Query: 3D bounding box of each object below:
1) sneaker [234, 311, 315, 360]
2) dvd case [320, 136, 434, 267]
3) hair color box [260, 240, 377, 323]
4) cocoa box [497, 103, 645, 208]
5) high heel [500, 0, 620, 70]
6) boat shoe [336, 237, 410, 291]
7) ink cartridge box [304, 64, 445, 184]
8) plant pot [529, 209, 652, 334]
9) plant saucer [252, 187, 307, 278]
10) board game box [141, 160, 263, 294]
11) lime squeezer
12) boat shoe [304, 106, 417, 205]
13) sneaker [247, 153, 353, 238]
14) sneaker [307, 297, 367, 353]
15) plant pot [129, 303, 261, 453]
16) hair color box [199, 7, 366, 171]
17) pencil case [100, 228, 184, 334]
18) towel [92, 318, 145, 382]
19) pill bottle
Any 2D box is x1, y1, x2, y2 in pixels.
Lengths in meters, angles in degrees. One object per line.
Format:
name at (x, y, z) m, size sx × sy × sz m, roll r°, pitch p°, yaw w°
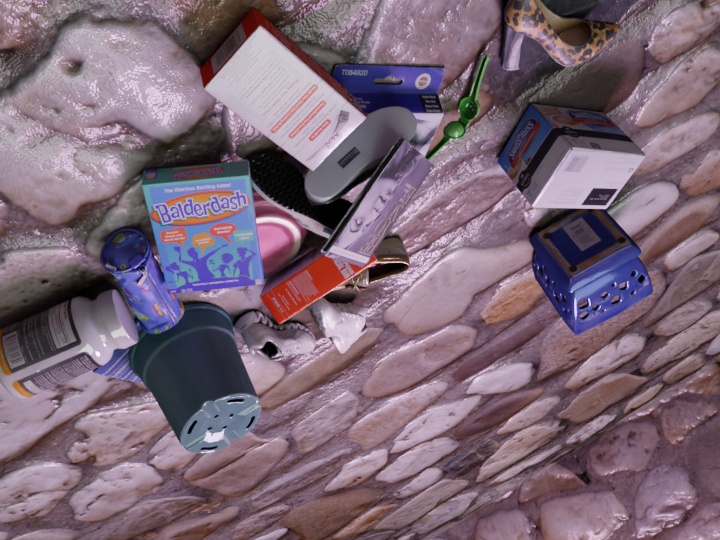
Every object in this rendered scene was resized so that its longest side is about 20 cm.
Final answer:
sneaker at (-0.159, 0.144, 1.407) m, size 0.075 × 0.081 × 0.199 m, roll -45°, pitch 143°, yaw 21°
dvd case at (0.030, -0.096, 1.085) m, size 0.201 × 0.016 × 0.148 m, roll -54°, pitch 159°, yaw 8°
hair color box at (-0.071, 0.001, 1.239) m, size 0.199 × 0.111 × 0.064 m, roll -34°, pitch 102°, yaw 7°
cocoa box at (0.375, -0.202, 1.287) m, size 0.198 × 0.132 × 0.134 m, roll -2°, pitch 137°, yaw -32°
high heel at (0.308, -0.377, 1.073) m, size 0.198 × 0.072 × 0.143 m, roll -14°, pitch 150°, yaw -4°
boat shoe at (0.000, 0.000, 1.344) m, size 0.198 × 0.067 × 0.074 m, roll -22°, pitch 144°, yaw -8°
ink cartridge box at (0.028, -0.219, 1.112) m, size 0.198 × 0.041 × 0.201 m, roll -7°, pitch 139°, yaw -27°
plant pot at (0.487, -0.018, 1.546) m, size 0.199 × 0.201 × 0.180 m, roll -29°, pitch 138°, yaw 3°
plant saucer at (-0.175, -0.049, 1.180) m, size 0.199 × 0.051 × 0.201 m, roll -18°, pitch 143°, yaw -14°
board game box at (-0.229, -0.061, 1.072) m, size 0.150 × 0.045 × 0.201 m, roll -6°, pitch 128°, yaw -5°
lime squeezer at (0.158, -0.241, 1.148) m, size 0.201 × 0.038 × 0.071 m, roll -57°, pitch 172°, yaw 11°
boat shoe at (-0.001, -0.166, 1.065) m, size 0.200 × 0.072 × 0.068 m, roll -42°, pitch 176°, yaw -10°
sneaker at (-0.098, -0.103, 1.114) m, size 0.199 × 0.071 × 0.093 m, roll 29°, pitch 157°, yaw -16°
sneaker at (-0.039, 0.090, 1.436) m, size 0.099 × 0.078 × 0.200 m, roll -35°, pitch 154°, yaw -1°
plant pot at (-0.280, 0.198, 1.264) m, size 0.199 × 0.196 × 0.201 m, roll -22°, pitch 140°, yaw -20°
hair color box at (-0.101, -0.236, 0.957) m, size 0.111 × 0.064 × 0.199 m, roll -41°, pitch 130°, yaw 18°
pencil case at (-0.339, 0.023, 1.130) m, size 0.078 × 0.087 × 0.201 m, roll -39°, pitch 150°, yaw -21°
towel at (-0.377, 0.156, 1.330) m, size 0.145 × 0.024 × 0.199 m, roll -43°, pitch 144°, yaw 16°
pill bottle at (-0.462, 0.111, 1.129) m, size 0.198 × 0.117 × 0.117 m, roll -23°, pitch 145°, yaw -6°
